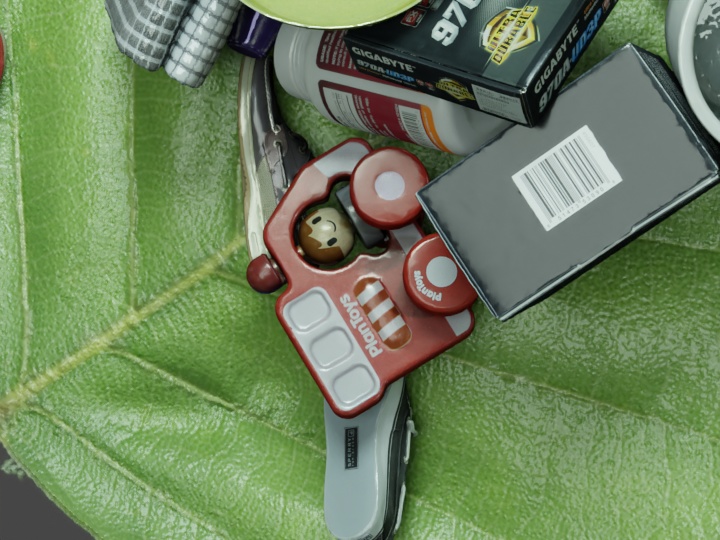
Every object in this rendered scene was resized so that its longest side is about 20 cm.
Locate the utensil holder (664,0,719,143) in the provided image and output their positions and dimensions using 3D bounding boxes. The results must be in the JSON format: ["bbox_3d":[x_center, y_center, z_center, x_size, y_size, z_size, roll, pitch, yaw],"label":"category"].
[{"bbox_3d":[0.313,-0.174,1.241,0.169,0.200,0.170,1,104,5],"label":"utensil holder"}]

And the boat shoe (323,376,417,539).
[{"bbox_3d":[0.015,0.140,1.433,0.073,0.068,0.200,-12,65,28],"label":"boat shoe"}]

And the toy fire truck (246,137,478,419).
[{"bbox_3d":[0.000,0.000,1.381,0.168,0.112,0.200,-32,83,-6],"label":"toy fire truck"}]

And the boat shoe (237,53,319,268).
[{"bbox_3d":[-0.070,-0.091,1.448,0.065,0.072,0.201,-4,89,5],"label":"boat shoe"}]

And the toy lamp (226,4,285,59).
[{"bbox_3d":[-0.063,-0.277,1.419,0.058,0.058,0.200,20,84,14],"label":"toy lamp"}]

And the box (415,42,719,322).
[{"bbox_3d":[0.174,-0.069,1.306,0.200,0.197,0.124,-35,83,16],"label":"box"}]

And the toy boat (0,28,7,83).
[{"bbox_3d":[-0.430,-0.193,1.513,0.200,0.131,0.131,18,98,15],"label":"toy boat"}]

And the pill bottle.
[{"bbox_3d":[0.029,-0.165,1.364,0.200,0.113,0.113,19,99,39],"label":"pill bottle"}]

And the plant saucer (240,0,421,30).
[{"bbox_3d":[-0.020,-0.255,1.251,0.199,0.031,0.200,0,63,1],"label":"plant saucer"}]

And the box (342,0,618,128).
[{"bbox_3d":[0.106,-0.212,1.253,0.159,0.046,0.200,22,66,29],"label":"box"}]

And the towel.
[{"bbox_3d":[-0.143,-0.253,1.389,0.085,0.200,0.166,22,102,-18],"label":"towel"}]
